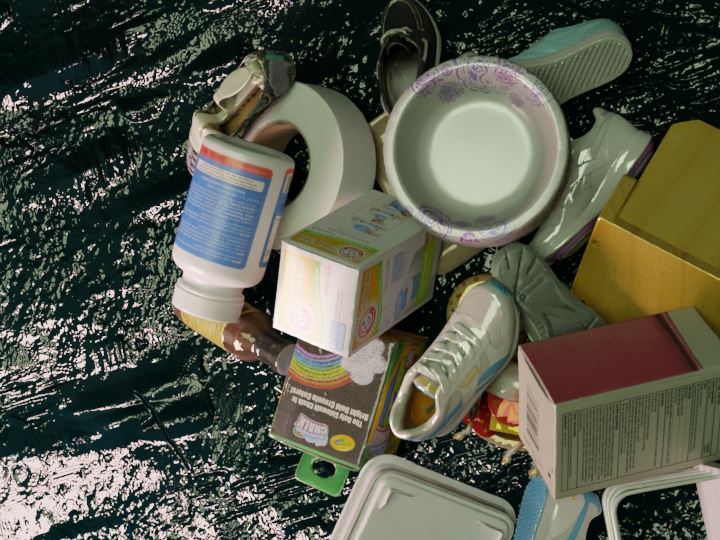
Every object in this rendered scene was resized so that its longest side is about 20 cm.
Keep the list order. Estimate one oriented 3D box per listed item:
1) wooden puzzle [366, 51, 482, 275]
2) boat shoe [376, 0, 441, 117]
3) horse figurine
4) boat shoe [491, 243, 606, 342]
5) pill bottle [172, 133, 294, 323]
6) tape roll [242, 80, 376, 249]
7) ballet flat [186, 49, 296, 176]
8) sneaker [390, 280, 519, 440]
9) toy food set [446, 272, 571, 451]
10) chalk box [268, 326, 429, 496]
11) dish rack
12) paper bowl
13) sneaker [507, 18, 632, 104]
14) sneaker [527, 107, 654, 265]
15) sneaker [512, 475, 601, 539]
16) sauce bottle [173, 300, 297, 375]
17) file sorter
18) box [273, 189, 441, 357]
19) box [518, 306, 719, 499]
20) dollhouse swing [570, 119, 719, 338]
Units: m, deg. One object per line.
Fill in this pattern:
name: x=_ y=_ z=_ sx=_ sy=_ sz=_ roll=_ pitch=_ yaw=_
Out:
wooden puzzle: x=0.114 y=-0.124 z=1.639 sx=0.184 sy=0.037 sz=0.201 roll=-35 pitch=80 yaw=17
boat shoe: x=0.050 y=-0.245 z=1.622 sx=0.073 sy=0.060 sz=0.202 roll=-18 pitch=58 yaw=27
horse figurine: x=0.164 y=0.143 z=1.544 sx=0.199 sy=0.050 sz=0.133 roll=28 pitch=103 yaw=24
boat shoe: x=0.213 y=0.057 z=1.521 sx=0.074 sy=0.065 sz=0.202 roll=-41 pitch=89 yaw=0
pill bottle: x=-0.154 y=-0.047 z=1.611 sx=0.112 sy=0.112 sz=0.202 roll=21 pitch=100 yaw=21
tape roll: x=-0.081 y=-0.125 z=1.672 sx=0.201 sy=0.071 sz=0.204 roll=-1 pitch=89 yaw=36
ballet flat: x=-0.159 y=-0.187 z=1.647 sx=0.200 sy=0.072 sz=0.072 roll=-45 pitch=73 yaw=26
sneaker: x=0.102 y=0.102 z=1.495 sx=0.076 sy=0.081 sz=0.201 roll=37 pitch=113 yaw=25
toy food set: x=0.186 y=0.105 z=1.589 sx=0.196 sy=0.049 sz=0.202 roll=8 pitch=90 yaw=22
chalk box: x=-0.018 y=0.158 z=1.630 sx=0.124 sy=0.124 sz=0.202 roll=19 pitch=96 yaw=21
dish rack: x=0.069 y=0.315 z=1.573 sx=0.199 sy=0.044 sz=0.173 roll=23 pitch=96 yaw=-16
paper bowl: x=0.130 y=-0.124 z=1.519 sx=0.199 sy=0.104 sz=0.203 roll=-1 pitch=83 yaw=10
sneaker: x=0.208 y=-0.229 z=1.586 sx=0.198 sy=0.082 sz=0.074 roll=-16 pitch=123 yaw=11
sneaker: x=0.237 y=-0.091 z=1.564 sx=0.099 sy=0.075 sz=0.200 roll=39 pitch=93 yaw=12
sneaker: x=0.206 y=0.328 z=1.554 sx=0.080 sy=0.077 sz=0.201 roll=11 pitch=111 yaw=-14
sauce bottle: x=-0.146 y=0.070 z=1.683 sx=0.199 sy=0.064 sz=0.065 roll=28 pitch=98 yaw=40
file sorter: x=0.321 y=0.277 z=1.432 sx=0.123 sy=0.200 sz=0.140 roll=-11 pitch=83 yaw=5
box: x=0.000 y=0.000 z=1.562 sx=0.101 sy=0.200 sz=0.113 roll=20 pitch=118 yaw=24
box: x=0.271 y=0.134 z=1.432 sx=0.198 sy=0.109 sz=0.129 roll=-12 pitch=125 yaw=-10
dollhouse swing: x=0.366 y=-0.026 z=1.521 sx=0.199 sy=0.176 sz=0.183 roll=28 pitch=138 yaw=14
